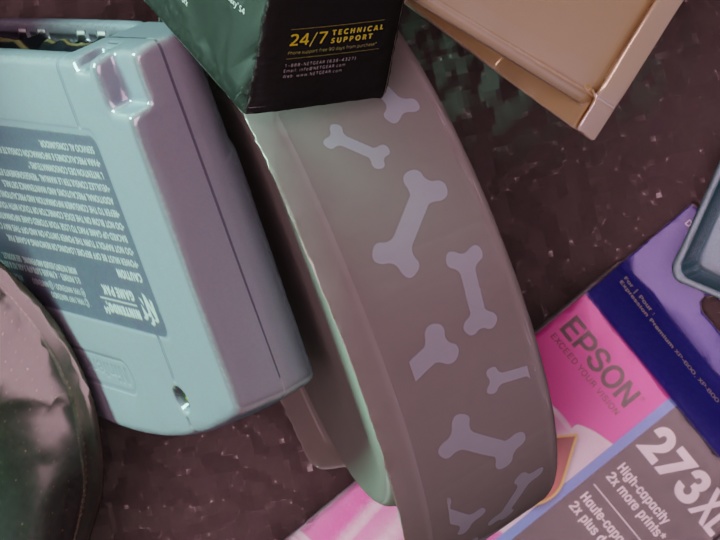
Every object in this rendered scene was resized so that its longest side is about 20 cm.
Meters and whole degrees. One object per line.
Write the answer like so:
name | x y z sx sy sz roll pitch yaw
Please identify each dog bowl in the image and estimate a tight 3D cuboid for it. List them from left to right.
dog bowl | 0.000 0.000 0.891 0.059 0.200 0.200 -21 91 -9

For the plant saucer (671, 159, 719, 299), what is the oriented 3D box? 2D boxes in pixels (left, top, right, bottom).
plant saucer | 0.175 -0.076 0.954 0.070 0.019 0.200 24 94 5

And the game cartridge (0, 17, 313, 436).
game cartridge | -0.084 -0.014 0.914 0.041 0.200 0.133 -22 106 -25

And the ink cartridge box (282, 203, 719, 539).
ink cartridge box | 0.067 0.076 0.978 0.200 0.037 0.095 -40 87 7

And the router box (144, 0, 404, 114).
router box | -0.047 -0.159 0.818 0.051 0.200 0.149 -10 129 -29

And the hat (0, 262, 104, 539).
hat | -0.171 0.064 0.982 0.200 0.081 0.201 2 103 10

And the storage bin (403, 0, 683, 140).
storage bin | 0.043 -0.181 0.889 0.200 0.094 0.199 -58 41 8
